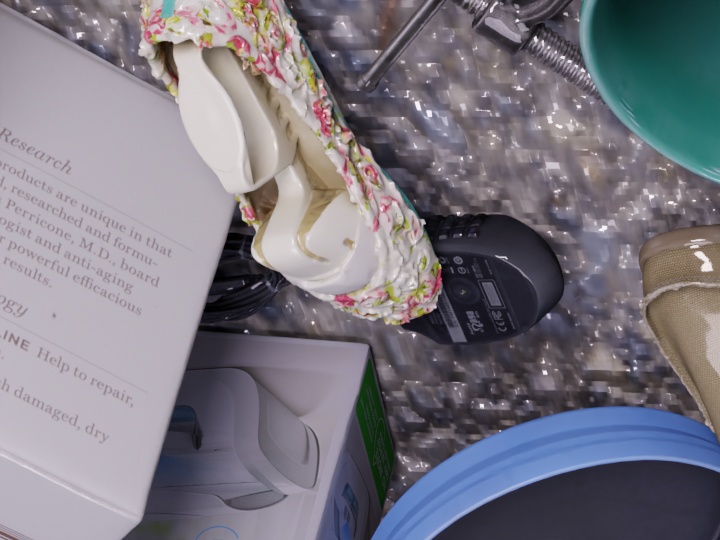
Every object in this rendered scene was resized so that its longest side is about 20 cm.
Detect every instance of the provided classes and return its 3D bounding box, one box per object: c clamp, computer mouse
[{"bbox_3d":[0.117,-0.077,1.099,0.200,0.027,0.171,30,140,-4],"label":"c clamp"},{"bbox_3d":[0.000,0.000,1.249,0.199,0.034,0.059,1,131,29],"label":"computer mouse"}]

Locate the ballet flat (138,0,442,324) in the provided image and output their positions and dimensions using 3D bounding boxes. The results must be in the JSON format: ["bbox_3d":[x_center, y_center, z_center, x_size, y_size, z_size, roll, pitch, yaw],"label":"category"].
[{"bbox_3d":[-0.034,-0.041,1.153,0.075,0.064,0.200,-15,123,32],"label":"ballet flat"}]

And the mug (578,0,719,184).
[{"bbox_3d":[0.146,-0.120,0.948,0.152,0.115,0.185,-19,133,41],"label":"mug"}]

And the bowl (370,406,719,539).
[{"bbox_3d":[0.094,0.136,1.309,0.200,0.039,0.201,-10,139,-9],"label":"bowl"}]

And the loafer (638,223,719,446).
[{"bbox_3d":[0.182,0.057,1.217,0.076,0.068,0.200,-18,131,35],"label":"loafer"}]

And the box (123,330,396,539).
[{"bbox_3d":[-0.101,0.123,1.312,0.199,0.177,0.097,5,141,15],"label":"box"}]

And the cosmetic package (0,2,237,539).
[{"bbox_3d":[-0.170,0.022,1.191,0.166,0.200,0.167,27,140,-16],"label":"cosmetic package"}]
